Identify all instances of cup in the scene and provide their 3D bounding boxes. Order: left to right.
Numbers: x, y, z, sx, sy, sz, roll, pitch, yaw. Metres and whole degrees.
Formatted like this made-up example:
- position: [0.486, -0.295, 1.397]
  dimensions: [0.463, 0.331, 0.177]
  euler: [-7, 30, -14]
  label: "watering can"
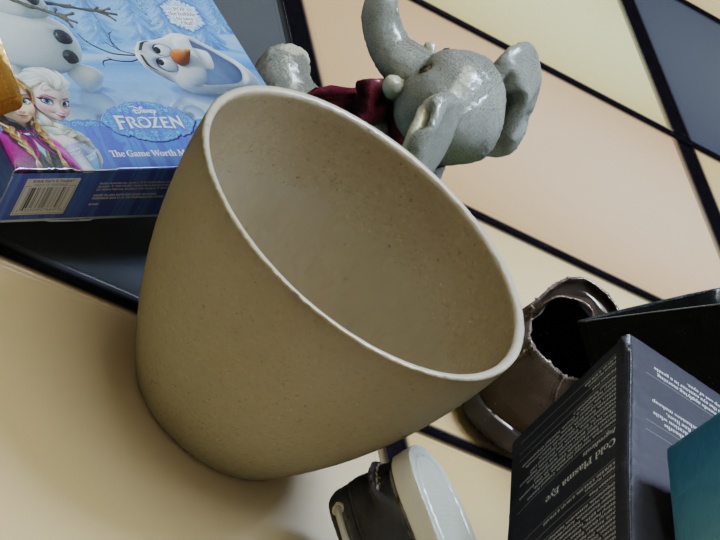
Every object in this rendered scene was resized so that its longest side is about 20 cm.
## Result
- position: [-0.037, 0.025, 1.309]
  dimensions: [0.200, 0.143, 0.201]
  euler: [31, 30, -20]
  label: "cup"

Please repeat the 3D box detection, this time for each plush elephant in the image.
- position: [0.018, -0.092, 1.529]
  dimensions: [0.200, 0.155, 0.165]
  euler: [44, 28, 7]
  label: "plush elephant"

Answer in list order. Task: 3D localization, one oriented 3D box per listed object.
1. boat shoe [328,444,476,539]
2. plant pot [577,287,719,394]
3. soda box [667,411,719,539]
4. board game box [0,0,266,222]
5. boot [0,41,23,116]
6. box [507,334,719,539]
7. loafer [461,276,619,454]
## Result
- position: [0.038, 0.188, 1.261]
  dimensions: [0.074, 0.060, 0.201]
  euler: [19, 46, -62]
  label: "boat shoe"
- position: [0.270, 0.096, 1.524]
  dimensions: [0.199, 0.199, 0.178]
  euler: [-9, 92, -56]
  label: "plant pot"
- position: [0.193, 0.158, 1.166]
  dimensions: [0.064, 0.068, 0.201]
  euler: [26, 44, -28]
  label: "soda box"
- position: [-0.152, -0.114, 1.398]
  dimensions: [0.199, 0.043, 0.199]
  euler: [-3, 49, -40]
  label: "board game box"
- position: [-0.266, -0.141, 1.272]
  dimensions: [0.144, 0.071, 0.202]
  euler: [-25, 75, -21]
  label: "boot"
- position: [0.180, 0.167, 1.303]
  dimensions: [0.200, 0.104, 0.182]
  euler: [34, 32, -17]
  label: "box"
- position: [0.128, 0.049, 1.556]
  dimensions: [0.073, 0.071, 0.200]
  euler: [41, 28, 0]
  label: "loafer"
